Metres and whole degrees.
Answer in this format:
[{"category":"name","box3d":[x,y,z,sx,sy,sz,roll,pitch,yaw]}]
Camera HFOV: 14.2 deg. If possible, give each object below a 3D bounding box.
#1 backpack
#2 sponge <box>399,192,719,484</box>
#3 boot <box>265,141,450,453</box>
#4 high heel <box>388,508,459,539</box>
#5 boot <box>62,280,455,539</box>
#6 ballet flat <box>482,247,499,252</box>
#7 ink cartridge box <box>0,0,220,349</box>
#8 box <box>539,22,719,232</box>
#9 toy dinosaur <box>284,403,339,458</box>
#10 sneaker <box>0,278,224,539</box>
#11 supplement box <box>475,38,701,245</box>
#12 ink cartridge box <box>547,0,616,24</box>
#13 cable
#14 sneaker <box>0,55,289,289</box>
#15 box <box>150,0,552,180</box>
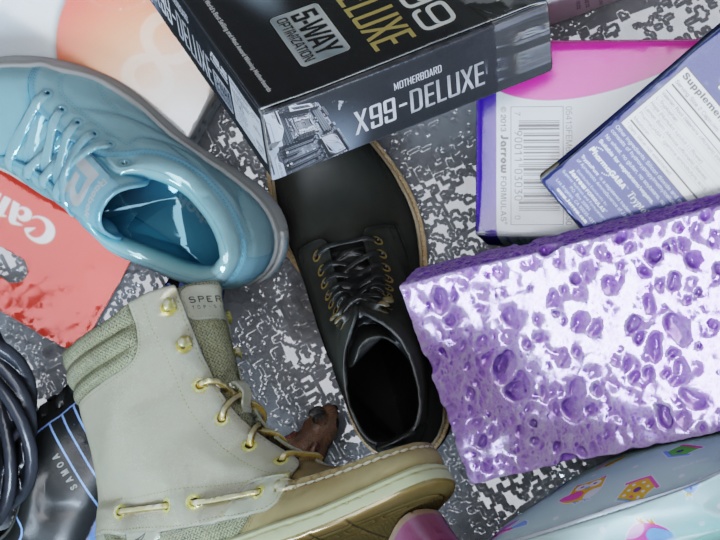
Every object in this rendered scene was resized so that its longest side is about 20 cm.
[{"category":"backpack","box3d":[0.159,0.164,1.442,0.175,0.200,0.154,-22,82,16]},{"category":"sponge","box3d":[0.129,0.032,1.419,0.199,0.030,0.112,-14,103,25]},{"category":"boot","box3d":[0.000,0.000,1.493,0.077,0.138,0.201,-23,85,3]},{"category":"high heel","box3d":[0.030,0.219,1.380,0.067,0.096,0.201,-8,123,-22]},{"category":"boot","box3d":[-0.056,0.075,1.425,0.199,0.072,0.155,-21,68,25]},{"category":"ballet flat","box3d":[0.157,0.026,1.520,0.199,0.067,0.067,0,108,3]},{"category":"ink cartridge box","box3d":[-0.174,-0.081,1.557,0.162,0.050,0.201,29,87,6]},{"category":"box","box3d":[0.202,-0.065,1.427,0.200,0.032,0.121,-40,90,9]},{"category":"toy dinosaur","box3d":[-0.049,0.167,1.486,0.085,0.201,0.136,8,129,-19]},{"category":"sneaker","box3d":[-0.139,0.080,1.536,0.078,0.070,0.201,24,90,1]},{"category":"supplement box","box3d":[0.161,-0.065,1.501,0.199,0.103,0.102,0,88,6]},{"category":"ink cartridge box","box3d":[0.146,-0.227,1.518,0.199,0.084,0.146,-20,85,4]},{"category":"cable","box3d":[-0.260,0.067,1.530,0.200,0.051,0.163,43,111,21]},{"category":"sneaker","box3d":[-0.132,-0.054,1.495,0.199,0.082,0.074,26,103,12]},{"category":"box","box3d":[-0.016,-0.146,1.471,0.157,0.050,0.200,-22,45,-13]}]
